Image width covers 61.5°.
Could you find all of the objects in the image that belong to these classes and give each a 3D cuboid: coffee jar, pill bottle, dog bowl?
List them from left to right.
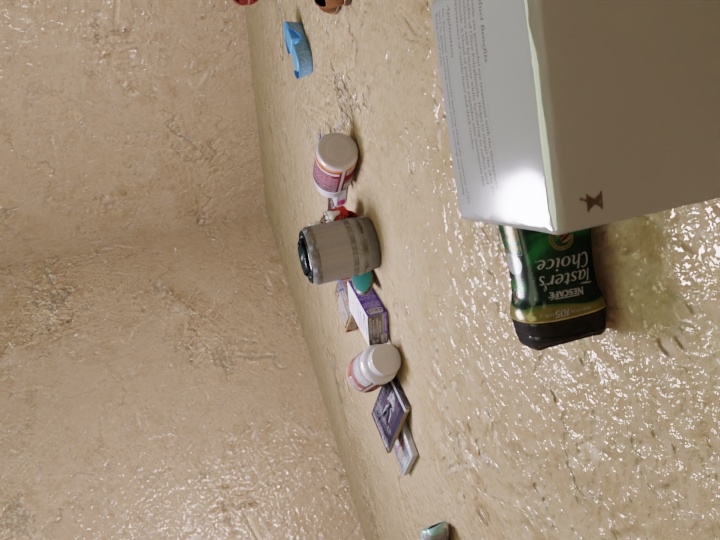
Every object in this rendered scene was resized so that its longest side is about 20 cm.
[{"bbox_3d":[-0.198,-0.706,1.931,0.112,0.049,0.201,105,149,-64],"label":"dog bowl"},{"bbox_3d":[-0.073,-0.281,1.662,0.200,0.113,0.113,114,141,-69],"label":"pill bottle"},{"bbox_3d":[0.039,0.270,1.695,0.200,0.112,0.113,131,126,-62],"label":"pill bottle"},{"bbox_3d":[0.217,-0.013,0.696,0.085,0.104,0.201,-153,51,-77],"label":"coffee jar"}]

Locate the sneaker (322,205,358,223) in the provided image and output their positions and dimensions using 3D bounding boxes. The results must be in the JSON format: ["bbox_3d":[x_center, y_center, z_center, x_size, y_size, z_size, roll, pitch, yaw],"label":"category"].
[{"bbox_3d":[-0.041,-0.134,1.763,0.200,0.085,0.077,40,-153,-73],"label":"sneaker"}]

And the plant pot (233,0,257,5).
[{"bbox_3d":[-0.482,-1.180,2.415,0.196,0.200,0.201,62,162,23],"label":"plant pot"}]

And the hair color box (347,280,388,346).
[{"bbox_3d":[0.020,0.118,1.765,0.200,0.065,0.110,-119,21,-56],"label":"hair color box"}]

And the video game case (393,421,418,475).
[{"bbox_3d":[0.117,0.495,1.805,0.200,0.023,0.183,97,157,-56],"label":"video game case"}]

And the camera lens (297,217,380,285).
[{"bbox_3d":[-0.063,-0.054,1.643,0.160,0.199,0.161,167,90,-77],"label":"camera lens"}]

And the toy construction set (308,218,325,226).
[{"bbox_3d":[-0.090,-0.079,1.892,0.200,0.131,0.092,-115,18,-44],"label":"toy construction set"}]

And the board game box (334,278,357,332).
[{"bbox_3d":[-0.042,0.109,2.058,0.200,0.046,0.152,109,145,-67],"label":"board game box"}]

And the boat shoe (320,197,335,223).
[{"bbox_3d":[-0.096,-0.158,1.971,0.072,0.072,0.201,-122,23,-55],"label":"boat shoe"}]

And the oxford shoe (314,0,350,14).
[{"bbox_3d":[-0.081,-0.648,1.438,0.200,0.071,0.072,-134,32,-69],"label":"oxford shoe"}]

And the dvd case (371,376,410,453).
[{"bbox_3d":[0.085,0.406,1.755,0.149,0.016,0.200,-117,35,-47],"label":"dvd case"}]

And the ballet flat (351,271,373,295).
[{"bbox_3d":[0.000,0.000,1.757,0.072,0.068,0.200,61,-174,-54],"label":"ballet flat"}]

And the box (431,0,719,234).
[{"bbox_3d":[0.186,-0.148,0.483,0.171,0.199,0.200,-147,47,-75],"label":"box"}]

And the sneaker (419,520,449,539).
[{"bbox_3d":[0.209,0.725,1.538,0.200,0.077,0.140,80,169,-58],"label":"sneaker"}]

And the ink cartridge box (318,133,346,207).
[{"bbox_3d":[-0.087,-0.311,1.859,0.119,0.042,0.200,101,151,-61],"label":"ink cartridge box"}]
